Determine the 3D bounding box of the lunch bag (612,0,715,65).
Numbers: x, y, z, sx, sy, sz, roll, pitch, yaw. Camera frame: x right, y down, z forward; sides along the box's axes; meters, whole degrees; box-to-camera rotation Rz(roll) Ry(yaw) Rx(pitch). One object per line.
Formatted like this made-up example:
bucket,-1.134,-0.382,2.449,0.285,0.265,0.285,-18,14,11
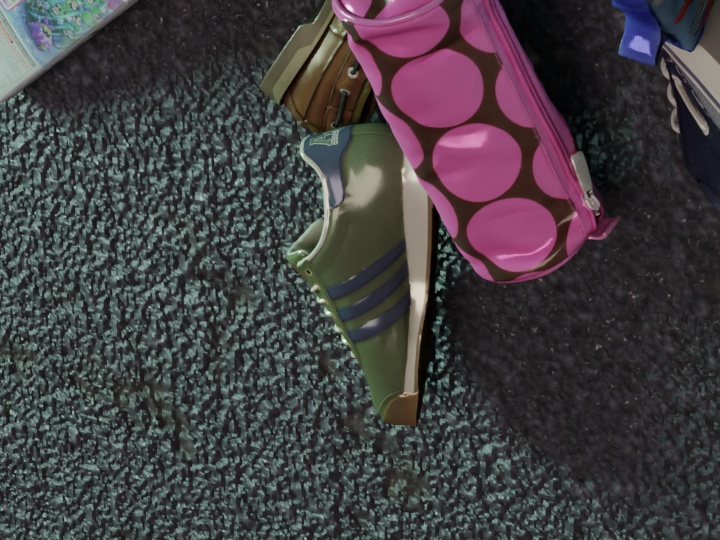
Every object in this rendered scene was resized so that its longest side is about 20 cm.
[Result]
lunch bag,0.151,-0.199,0.967,0.094,0.150,0.201,14,92,16

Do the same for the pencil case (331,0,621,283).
pencil case,0.065,-0.091,1.116,0.093,0.091,0.200,4,138,46

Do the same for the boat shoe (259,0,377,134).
boat shoe,0.018,-0.153,1.172,0.068,0.072,0.200,40,135,2

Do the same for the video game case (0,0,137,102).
video game case,-0.236,-0.225,1.286,0.182,0.024,0.201,-26,97,49

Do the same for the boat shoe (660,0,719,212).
boat shoe,0.182,-0.110,1.091,0.201,0.074,0.093,59,154,16

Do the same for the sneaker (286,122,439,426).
sneaker,0.000,0.000,1.230,0.089,0.067,0.201,6,120,7
